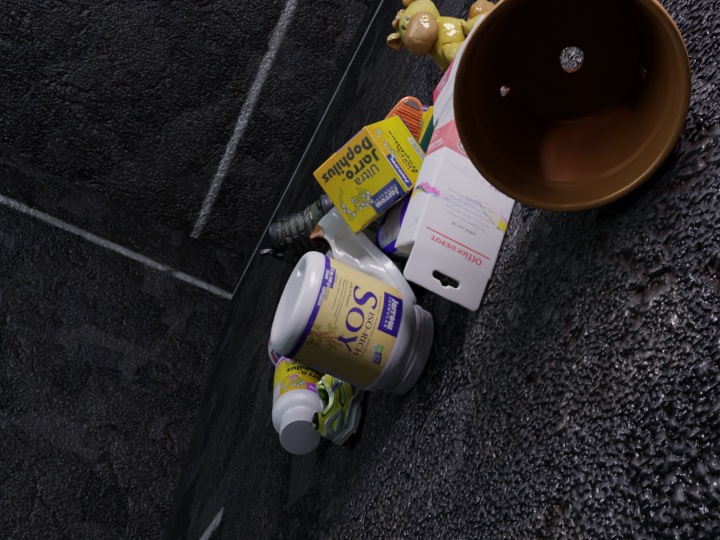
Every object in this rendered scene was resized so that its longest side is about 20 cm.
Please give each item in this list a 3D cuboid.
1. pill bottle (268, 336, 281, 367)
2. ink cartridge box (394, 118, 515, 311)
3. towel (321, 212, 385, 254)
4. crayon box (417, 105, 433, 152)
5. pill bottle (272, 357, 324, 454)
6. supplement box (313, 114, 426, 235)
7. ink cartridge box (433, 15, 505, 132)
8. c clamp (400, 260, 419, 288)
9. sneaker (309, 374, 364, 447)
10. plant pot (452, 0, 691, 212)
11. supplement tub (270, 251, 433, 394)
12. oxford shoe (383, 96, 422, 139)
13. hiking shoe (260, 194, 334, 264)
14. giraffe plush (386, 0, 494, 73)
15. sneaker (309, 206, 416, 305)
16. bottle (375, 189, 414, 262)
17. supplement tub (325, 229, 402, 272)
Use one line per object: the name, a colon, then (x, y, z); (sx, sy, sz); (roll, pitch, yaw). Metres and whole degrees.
pill bottle: (-0.111, 0.130, 1.334); (0.200, 0.110, 0.115); (-47, 25, 51)
ink cartridge box: (0.118, -0.064, 0.806); (0.205, 0.114, 0.067); (-69, 17, -10)
towel: (-0.013, -0.045, 1.177); (0.037, 0.146, 0.202); (-52, -8, -48)
crayon box: (0.095, -0.209, 1.197); (0.200, 0.057, 0.177); (-126, 58, -72)
pill bottle: (-0.110, 0.240, 1.194); (0.106, 0.102, 0.201); (-61, 17, 20)
supplement box: (0.028, -0.152, 0.997); (0.108, 0.111, 0.200); (-36, 4, 24)
ink cartridge box: (0.172, -0.245, 0.931); (0.146, 0.082, 0.203); (-55, 19, 38)
c clamp: (0.108, -0.062, 1.022); (0.201, 0.026, 0.175); (-114, 44, -68)
sneaker: (-0.027, 0.175, 1.051); (0.076, 0.075, 0.204); (-53, 19, 47)
plant pot: (0.194, -0.178, 0.607); (0.202, 0.197, 0.141); (-55, 2, 37)
supplement tub: (-0.012, 0.077, 0.899); (0.147, 0.195, 0.147); (-57, 18, 30)
oxford shoe: (0.047, -0.209, 1.132); (0.073, 0.070, 0.203); (-95, 30, -64)
hiking shoe: (-0.104, -0.063, 1.119); (0.200, 0.098, 0.078); (-47, 52, 51)
giraffe plush: (0.137, -0.410, 1.132); (0.176, 0.159, 0.201); (-63, 16, 13)
sneaker: (0.000, 0.000, 0.996); (0.084, 0.200, 0.073); (-41, -16, -9)
bottle: (0.085, -0.074, 0.945); (0.200, 0.064, 0.086); (145, 143, -65)
supplement tub: (-0.030, 0.037, 1.132); (0.201, 0.129, 0.134); (-49, 23, 42)
